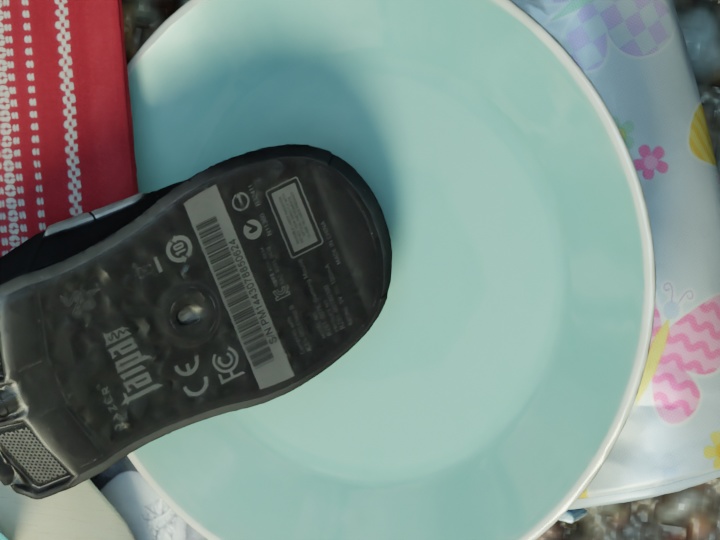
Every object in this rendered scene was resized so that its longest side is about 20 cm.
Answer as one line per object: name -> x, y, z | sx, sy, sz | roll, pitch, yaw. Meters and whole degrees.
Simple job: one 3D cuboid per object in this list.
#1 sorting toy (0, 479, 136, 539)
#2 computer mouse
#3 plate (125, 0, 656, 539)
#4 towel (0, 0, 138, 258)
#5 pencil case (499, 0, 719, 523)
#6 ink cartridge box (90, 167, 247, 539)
sorting toy -> -0.175, 0.070, 0.898 | 0.198, 0.107, 0.182 | -7, 89, 10
computer mouse -> -0.097, -0.001, 0.846 | 0.199, 0.046, 0.141 | -32, 107, -13
plate -> 0.000, 0.000, 0.891 | 0.199, 0.026, 0.202 | 3, 97, 24
towel -> -0.156, -0.057, 0.849 | 0.199, 0.022, 0.146 | -7, 96, -31
pencil case -> 0.071, -0.023, 0.915 | 0.090, 0.083, 0.202 | -15, 91, 1
ink cartridge box -> -0.116, 0.035, 0.959 | 0.199, 0.043, 0.199 | 28, 95, 5
